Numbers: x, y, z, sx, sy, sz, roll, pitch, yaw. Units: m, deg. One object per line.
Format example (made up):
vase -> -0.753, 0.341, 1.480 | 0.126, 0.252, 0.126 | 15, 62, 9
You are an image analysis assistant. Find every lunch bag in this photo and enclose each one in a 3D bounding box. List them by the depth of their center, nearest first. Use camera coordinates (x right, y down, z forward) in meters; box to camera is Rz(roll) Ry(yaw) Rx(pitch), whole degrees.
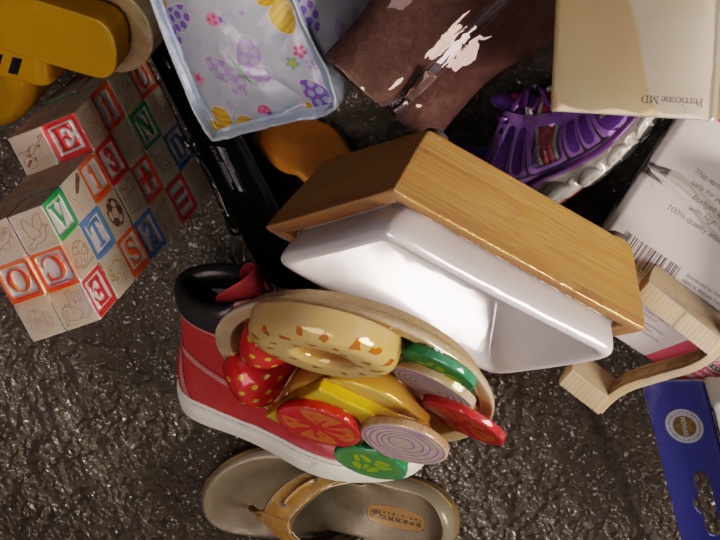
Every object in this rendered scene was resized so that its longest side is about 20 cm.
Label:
lunch bag -> -0.064, -0.211, 1.553 | 0.126, 0.170, 0.201 | -9, 116, 27

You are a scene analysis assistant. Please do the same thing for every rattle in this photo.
rattle -> 0.000, 0.000, 1.698 | 0.142, 0.131, 0.201 | 8, 145, 28

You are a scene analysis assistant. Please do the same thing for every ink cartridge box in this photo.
ink cartridge box -> 0.243, -0.031, 1.580 | 0.144, 0.084, 0.201 | 33, 123, 2
ink cartridge box -> 0.292, 0.157, 1.589 | 0.199, 0.041, 0.201 | -6, 116, 25

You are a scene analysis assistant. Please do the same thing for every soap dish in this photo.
soap dish -> 0.063, -0.011, 1.547 | 0.199, 0.082, 0.157 | 28, 159, -25

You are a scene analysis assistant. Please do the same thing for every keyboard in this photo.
keyboard -> -0.082, -0.080, 1.688 | 0.104, 0.040, 0.201 | 13, 133, 60

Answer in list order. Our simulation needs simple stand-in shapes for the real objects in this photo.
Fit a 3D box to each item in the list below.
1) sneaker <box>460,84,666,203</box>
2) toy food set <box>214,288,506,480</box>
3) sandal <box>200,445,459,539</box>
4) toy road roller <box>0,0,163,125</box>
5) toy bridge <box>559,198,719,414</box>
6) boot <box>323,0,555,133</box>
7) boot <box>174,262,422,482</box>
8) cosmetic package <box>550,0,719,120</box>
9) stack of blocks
sneaker -> 0.129, -0.093, 1.593 | 0.200, 0.081, 0.084 | -34, 95, 34
toy food set -> -0.002, 0.074, 1.616 | 0.197, 0.049, 0.200 | 26, 153, -19
sandal -> -0.027, 0.178, 1.804 | 0.198, 0.054, 0.081 | 9, 118, 16
toy road roller -> -0.212, -0.168, 1.663 | 0.199, 0.123, 0.147 | 16, 133, 16
toy bridge -> 0.206, 0.027, 1.558 | 0.067, 0.027, 0.200 | 36, 124, -2
boot -> 0.087, -0.149, 1.522 | 0.199, 0.072, 0.167 | 31, 95, -34
boot -> -0.040, 0.066, 1.723 | 0.199, 0.073, 0.145 | 17, 137, 14
cosmetic package -> 0.170, -0.191, 1.439 | 0.104, 0.071, 0.202 | 3, 97, 17
stack of blocks -> -0.184, -0.054, 1.658 | 0.058, 0.200, 0.116 | -18, 110, 27
